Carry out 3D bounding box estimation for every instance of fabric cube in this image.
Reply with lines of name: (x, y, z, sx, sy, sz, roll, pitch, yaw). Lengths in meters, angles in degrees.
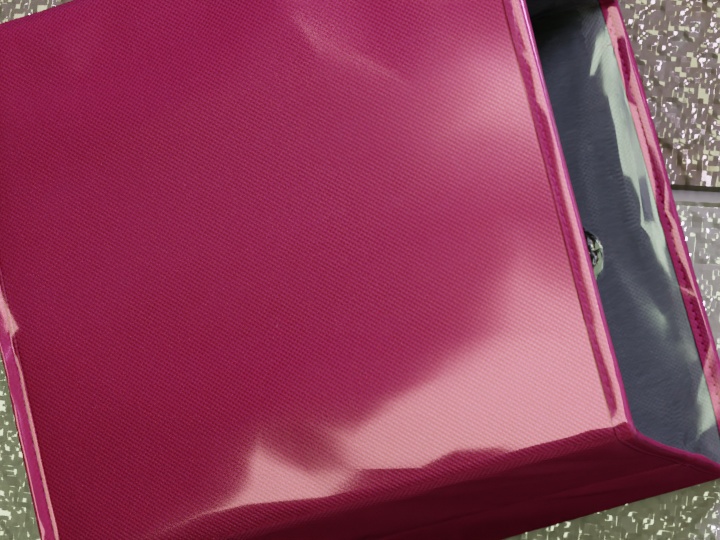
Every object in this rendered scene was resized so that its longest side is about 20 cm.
fabric cube: (0.000, 0.000, 1.013, 0.199, 0.200, 0.196, -18, 77, 15)
